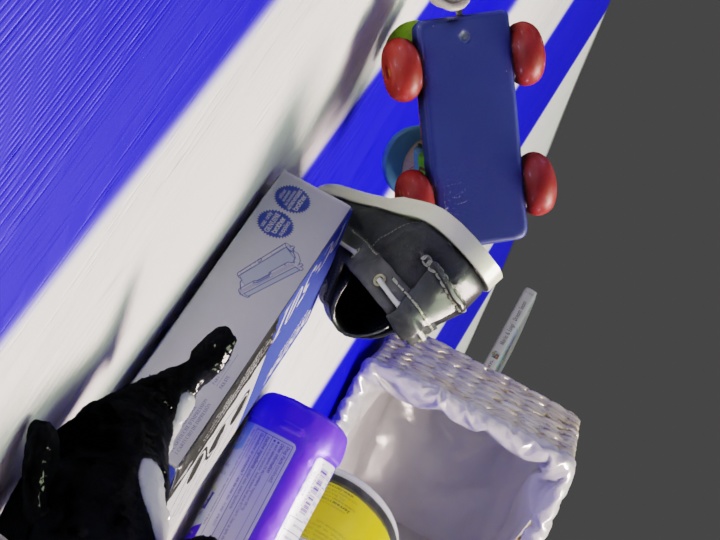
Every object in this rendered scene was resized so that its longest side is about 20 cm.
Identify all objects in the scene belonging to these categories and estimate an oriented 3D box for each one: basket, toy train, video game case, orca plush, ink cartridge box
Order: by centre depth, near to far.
[{"bbox_3d":[-0.106,0.085,1.060,0.200,0.105,0.071,-54,138,-39],"label":"orca plush"},{"bbox_3d":[-0.073,0.049,1.270,0.200,0.044,0.094,-57,173,-44],"label":"ink cartridge box"},{"bbox_3d":[0.043,-0.119,1.404,0.116,0.084,0.201,-147,-131,-73],"label":"toy train"},{"bbox_3d":[0.064,0.179,2.187,0.199,0.200,0.161,-65,175,18],"label":"basket"},{"bbox_3d":[0.193,0.141,3.806,0.182,0.024,0.200,-59,173,-28],"label":"video game case"}]

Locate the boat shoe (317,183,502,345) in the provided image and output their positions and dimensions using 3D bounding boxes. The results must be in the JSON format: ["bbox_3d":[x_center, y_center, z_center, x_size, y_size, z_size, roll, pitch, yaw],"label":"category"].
[{"bbox_3d":[0.000,0.000,1.364,0.068,0.072,0.200,-50,-159,-11],"label":"boat shoe"}]

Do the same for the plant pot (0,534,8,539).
[{"bbox_3d":[-0.136,0.206,0.839,0.177,0.200,0.200,-52,174,2],"label":"plant pot"}]

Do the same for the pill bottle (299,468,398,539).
[{"bbox_3d":[-0.058,0.237,1.838,0.200,0.112,0.112,-57,171,-44],"label":"pill bottle"}]

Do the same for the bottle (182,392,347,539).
[{"bbox_3d":[-0.079,0.176,1.636,0.200,0.065,0.084,-62,173,-8],"label":"bottle"}]
